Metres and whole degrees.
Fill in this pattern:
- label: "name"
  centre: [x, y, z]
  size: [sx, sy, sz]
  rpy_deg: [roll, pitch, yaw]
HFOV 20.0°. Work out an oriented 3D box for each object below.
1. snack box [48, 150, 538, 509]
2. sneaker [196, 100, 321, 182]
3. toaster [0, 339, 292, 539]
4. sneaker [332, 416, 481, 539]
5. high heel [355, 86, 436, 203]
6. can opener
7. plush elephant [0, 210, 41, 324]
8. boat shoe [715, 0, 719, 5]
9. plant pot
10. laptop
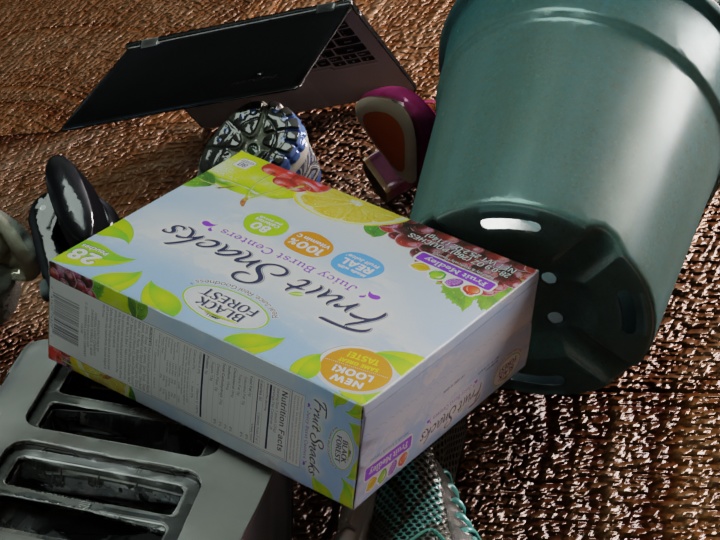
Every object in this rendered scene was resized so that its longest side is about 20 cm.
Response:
- label: "snack box"
  centre: [-0.035, 0.023, 1.061]
  size: [0.199, 0.068, 0.168]
  rpy_deg: [22, 35, 28]
- label: "sneaker"
  centre: [-0.098, -0.017, 1.385]
  size: [0.200, 0.085, 0.077]
  rpy_deg: [-44, 56, 1]
- label: "toaster"
  centre: [-0.124, 0.140, 1.038]
  size: [0.198, 0.120, 0.181]
  rpy_deg: [10, 33, 9]
- label: "sneaker"
  centre: [0.033, 0.144, 1.036]
  size: [0.090, 0.078, 0.201]
  rpy_deg: [4, 44, 21]
- label: "high heel"
  centre: [0.050, -0.102, 1.342]
  size: [0.096, 0.068, 0.200]
  rpy_deg: [-34, -3, -7]
- label: "can opener"
  centre: [-0.172, 0.024, 1.312]
  size: [0.063, 0.079, 0.201]
  rpy_deg: [-25, 62, 11]
- label: "plush elephant"
  centre: [-0.301, 0.022, 1.388]
  size: [0.153, 0.165, 0.202]
  rpy_deg: [13, 68, -9]
- label: "boat shoe"
  centre: [0.255, -0.169, 1.400]
  size: [0.200, 0.065, 0.075]
  rpy_deg: [-21, 29, 1]
- label: "plant pot"
  centre: [0.116, -0.048, 1.180]
  size: [0.199, 0.201, 0.197]
  rpy_deg: [-5, 41, 27]
- label: "laptop"
  centre: [-0.082, -0.119, 1.485]
  size: [0.186, 0.200, 0.117]
  rpy_deg: [-7, 63, 23]
